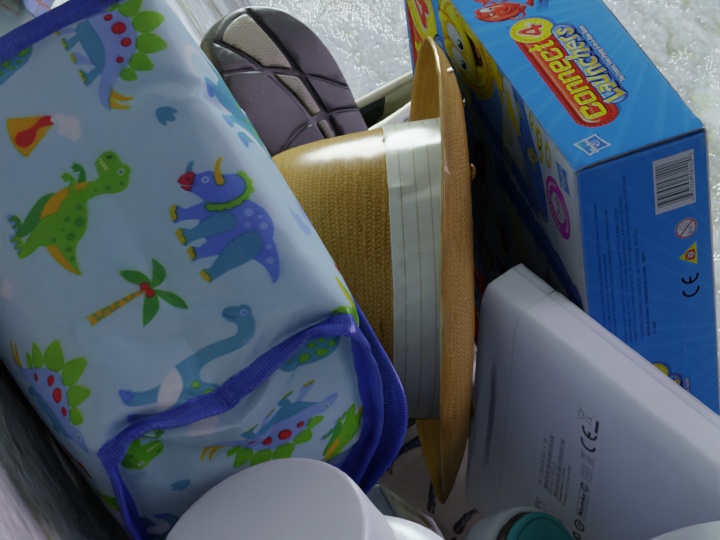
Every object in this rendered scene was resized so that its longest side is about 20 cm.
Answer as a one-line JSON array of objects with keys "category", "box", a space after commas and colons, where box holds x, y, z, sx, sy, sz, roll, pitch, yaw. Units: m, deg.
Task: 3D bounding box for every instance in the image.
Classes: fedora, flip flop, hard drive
[{"category": "fedora", "box": [0.000, 0.000, 1.189, 0.201, 0.081, 0.202, 180, -90, -87]}, {"category": "flip flop", "box": [-0.021, -0.020, 1.321, 0.058, 0.081, 0.201, -36, -102, 50]}, {"category": "hard drive", "box": [0.120, 0.101, 1.136, 0.200, 0.027, 0.132, 40, -34, 30]}]

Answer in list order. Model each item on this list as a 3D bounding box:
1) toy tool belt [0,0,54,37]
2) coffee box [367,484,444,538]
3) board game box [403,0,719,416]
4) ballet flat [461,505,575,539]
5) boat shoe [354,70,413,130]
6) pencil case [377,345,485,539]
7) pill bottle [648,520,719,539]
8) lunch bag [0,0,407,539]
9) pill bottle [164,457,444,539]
[{"category": "toy tool belt", "box": [-0.162, -0.149, 1.061, 0.125, 0.123, 0.200, 62, 6, 34]}, {"category": "coffee box", "box": [0.034, 0.199, 1.235, 0.200, 0.080, 0.114, 61, 6, 17]}, {"category": "board game box", "box": [0.082, -0.022, 1.230, 0.196, 0.056, 0.201, -122, -162, -50]}, {"category": "ballet flat", "box": [0.095, 0.182, 1.154, 0.200, 0.069, 0.069, 57, 5, -2]}, {"category": "boat shoe", "box": [-0.032, -0.043, 1.380, 0.071, 0.199, 0.063, 29, -47, 58]}, {"category": "pencil case", "box": [0.072, 0.125, 1.332, 0.078, 0.089, 0.200, 0, 49, -53]}, {"category": "pill bottle", "box": [0.143, 0.194, 1.047, 0.113, 0.112, 0.201, -106, 176, -72]}, {"category": "lunch bag", "box": [-0.070, 0.017, 1.088, 0.170, 0.127, 0.200, 59, -10, 24]}, {"category": "pill bottle", "box": [0.007, 0.156, 1.039, 0.200, 0.112, 0.112, 55, 6, -40]}]
